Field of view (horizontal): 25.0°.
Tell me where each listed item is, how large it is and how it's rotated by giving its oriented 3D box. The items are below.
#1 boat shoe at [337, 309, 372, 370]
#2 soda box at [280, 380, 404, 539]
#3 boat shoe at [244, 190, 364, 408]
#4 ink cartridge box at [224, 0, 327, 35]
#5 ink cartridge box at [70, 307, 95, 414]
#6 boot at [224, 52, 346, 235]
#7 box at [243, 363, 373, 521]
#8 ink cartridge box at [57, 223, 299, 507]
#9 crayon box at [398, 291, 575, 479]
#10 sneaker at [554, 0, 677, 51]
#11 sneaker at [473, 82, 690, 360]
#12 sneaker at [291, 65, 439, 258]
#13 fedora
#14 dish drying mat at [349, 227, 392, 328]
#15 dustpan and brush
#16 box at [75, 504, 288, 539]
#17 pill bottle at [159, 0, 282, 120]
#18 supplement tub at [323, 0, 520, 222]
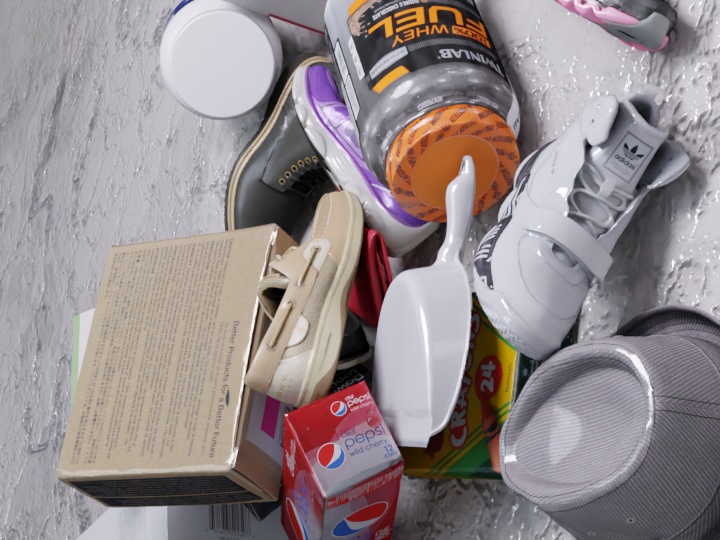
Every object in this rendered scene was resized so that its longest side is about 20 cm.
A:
[{"bbox_3d":[-0.056,0.030,1.347,0.201,0.073,0.064,32,132,56],"label":"boat shoe"},{"bbox_3d":[-0.016,0.160,1.163,0.201,0.063,0.070,97,148,-60],"label":"soda box"},{"bbox_3d":[-0.040,0.011,1.173,0.201,0.064,0.072,-80,9,-46],"label":"boat shoe"},{"bbox_3d":[-0.065,-0.330,1.478,0.083,0.145,0.202,-43,42,45],"label":"ink cartridge box"},{"bbox_3d":[-0.150,0.067,1.351,0.199,0.048,0.146,-22,46,17],"label":"ink cartridge box"},{"bbox_3d":[-0.048,-0.083,1.424,0.138,0.077,0.202,31,107,56],"label":"boot"},{"bbox_3d":[-0.066,0.113,1.321,0.142,0.036,0.200,-35,29,-13],"label":"box"},{"bbox_3d":[-0.131,0.075,1.244,0.163,0.075,0.202,-5,61,28],"label":"ink cartridge box"},{"bbox_3d":[0.071,0.084,1.155,0.199,0.050,0.128,-13,67,60],"label":"crayon box"},{"bbox_3d":[0.165,-0.222,1.103,0.096,0.079,0.200,-54,35,16],"label":"sneaker"},{"bbox_3d":[0.138,-0.039,1.009,0.115,0.075,0.201,-46,14,39],"label":"sneaker"},{"bbox_3d":[0.010,-0.096,1.309,0.083,0.081,0.201,-32,58,-2],"label":"sneaker"},{"bbox_3d":[0.148,0.103,0.964,0.200,0.090,0.179,-22,59,57],"label":"fedora"},{"bbox_3d":[0.000,0.000,1.275,0.200,0.018,0.078,-152,49,-80],"label":"dish drying mat"},{"bbox_3d":[0.052,0.019,1.116,0.139,0.057,0.202,164,108,-73],"label":"dustpan and brush"},{"bbox_3d":[-0.158,0.253,1.421,0.200,0.123,0.098,-43,43,47],"label":"box"},{"bbox_3d":[-0.131,-0.203,1.521,0.200,0.115,0.117,-114,42,-75],"label":"pill bottle"},{"bbox_3d":[0.047,-0.139,1.217,0.123,0.122,0.201,-55,36,34],"label":"supplement tub"}]
